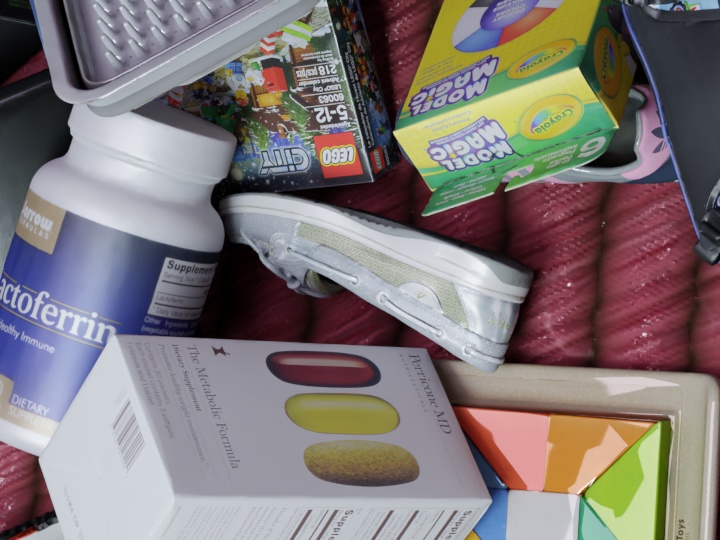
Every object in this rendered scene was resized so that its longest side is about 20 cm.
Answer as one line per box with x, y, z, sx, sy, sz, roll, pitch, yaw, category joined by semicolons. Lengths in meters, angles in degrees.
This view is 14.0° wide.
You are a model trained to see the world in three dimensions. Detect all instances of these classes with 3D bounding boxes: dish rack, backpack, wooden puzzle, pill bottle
-0.099;-0.173;1.637;0.171;0.044;0.200;-27;42;9;dish rack
0.251;-0.108;1.470;0.200;0.134;0.183;-25;73;28;backpack
0.102;0.144;1.601;0.200;0.037;0.185;2;87;32;wooden puzzle
-0.144;0.004;1.664;0.116;0.116;0.200;23;98;31;pill bottle

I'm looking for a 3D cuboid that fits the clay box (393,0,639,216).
0.090;-0.116;1.550;0.115;0.200;0.048;-19;120;29;clay box

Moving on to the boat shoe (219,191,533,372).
0.001;0.000;1.653;0.202;0.074;0.065;17;93;28;boat shoe

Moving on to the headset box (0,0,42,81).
-0.306;-0.175;1.846;0.174;0.093;0.200;-36;69;25;headset box

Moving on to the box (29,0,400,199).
-0.085;-0.112;1.704;0.200;0.038;0.137;-5;108;31;box

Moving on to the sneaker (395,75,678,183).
0.094;-0.082;1.596;0.200;0.082;0.070;0;89;32;sneaker

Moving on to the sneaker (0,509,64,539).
-0.171;0.190;1.759;0.200;0.070;0.094;-24;93;25;sneaker

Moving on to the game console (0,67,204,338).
-0.207;-0.010;1.775;0.176;0.116;0.200;-23;101;0;game console

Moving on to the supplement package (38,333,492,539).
-0.051;0.112;1.579;0.110;0.200;0.114;-56;44;38;supplement package
